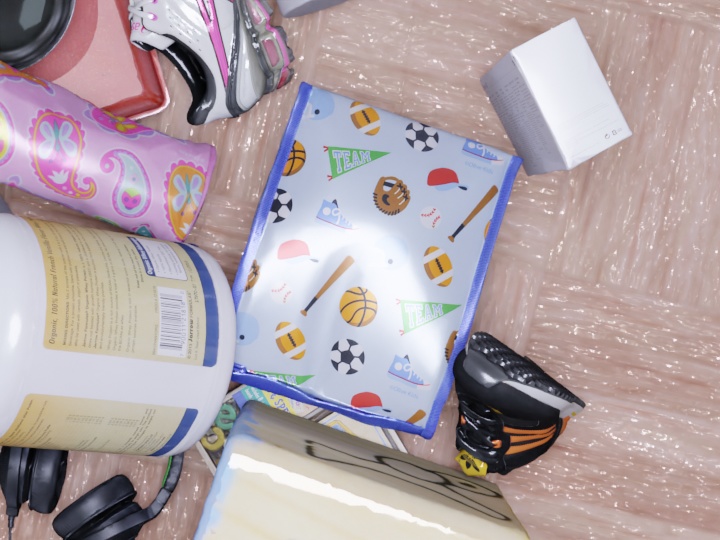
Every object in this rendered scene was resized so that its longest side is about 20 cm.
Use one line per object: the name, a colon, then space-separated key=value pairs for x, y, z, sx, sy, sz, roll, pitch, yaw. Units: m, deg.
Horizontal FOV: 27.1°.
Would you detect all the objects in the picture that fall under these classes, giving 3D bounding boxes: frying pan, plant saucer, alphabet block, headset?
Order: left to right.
frying pan: x=-0.286 y=-0.209 z=1.037 sx=0.189 sy=0.031 sz=0.116 roll=26 pitch=91 yaw=1
plant saucer: x=-0.257 y=-0.180 z=1.072 sx=0.198 sy=0.037 sz=0.201 roll=-18 pitch=92 yaw=-2
headset: x=-0.212 y=0.163 z=1.081 sx=0.123 sy=0.094 sz=0.201 roll=36 pitch=76 yaw=2
alphabet block: x=-0.019 y=0.217 z=0.992 sx=0.198 sy=0.195 sz=0.198 roll=19 pitch=93 yaw=-1

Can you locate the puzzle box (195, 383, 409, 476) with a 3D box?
puzzle box: x=-0.024 y=0.160 z=1.097 sx=0.132 sy=0.025 sz=0.201 roll=-32 pitch=92 yaw=-1

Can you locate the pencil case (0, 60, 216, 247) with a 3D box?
pencil case: x=-0.198 y=-0.079 z=1.021 sx=0.199 sy=0.087 sz=0.088 roll=22 pitch=91 yaw=-22

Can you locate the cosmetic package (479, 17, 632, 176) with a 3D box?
cosmetic package: x=0.127 y=-0.112 z=1.003 sx=0.050 sy=0.200 sz=0.083 roll=-29 pitch=93 yaw=1

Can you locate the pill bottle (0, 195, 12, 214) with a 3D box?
pill bottle: x=-0.334 y=0.014 z=1.039 sx=0.199 sy=0.114 sz=0.115 roll=-28 pitch=93 yaw=0

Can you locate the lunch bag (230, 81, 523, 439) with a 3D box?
lunch bag: x=0.000 y=0.000 z=1.037 sx=0.168 sy=0.124 sz=0.202 roll=17 pitch=75 yaw=-1

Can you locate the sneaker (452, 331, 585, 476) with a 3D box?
sneaker: x=0.096 y=0.104 z=1.016 sx=0.070 sy=0.200 sz=0.090 roll=37 pitch=93 yaw=21

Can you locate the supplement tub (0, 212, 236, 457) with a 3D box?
supplement tub: x=-0.195 y=0.042 z=0.960 sx=0.199 sy=0.144 sz=0.146 roll=10 pitch=92 yaw=-35

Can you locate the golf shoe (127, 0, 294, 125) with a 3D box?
golf shoe: x=-0.127 y=-0.198 z=1.034 sx=0.092 sy=0.072 sz=0.201 roll=-35 pitch=102 yaw=-23

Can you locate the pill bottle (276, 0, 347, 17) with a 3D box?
pill bottle: x=-0.050 y=-0.284 z=1.036 sx=0.110 sy=0.111 sz=0.202 roll=-20 pitch=92 yaw=-1
